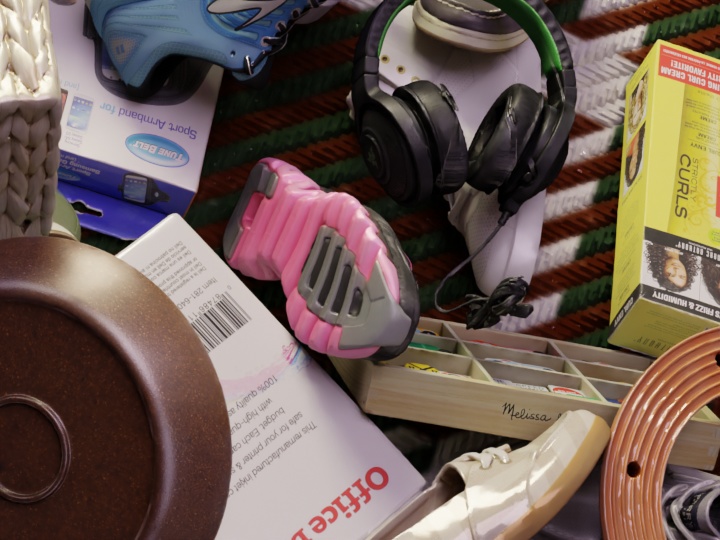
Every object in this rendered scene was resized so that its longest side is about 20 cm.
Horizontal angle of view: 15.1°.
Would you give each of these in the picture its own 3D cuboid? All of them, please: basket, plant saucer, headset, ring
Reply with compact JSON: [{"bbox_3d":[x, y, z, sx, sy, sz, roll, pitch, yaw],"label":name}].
[{"bbox_3d":[-0.222,-0.118,1.366,0.122,0.136,0.201,-5,56,-13],"label":"basket"},{"bbox_3d":[-0.159,0.085,1.327,0.200,0.200,0.034,46,21,8],"label":"plant saucer"},{"bbox_3d":[0.062,-0.069,1.456,0.122,0.094,0.202,1,79,-17],"label":"headset"},{"bbox_3d":[0.211,0.128,1.421,0.199,0.019,0.202,6,74,-23],"label":"ring"}]

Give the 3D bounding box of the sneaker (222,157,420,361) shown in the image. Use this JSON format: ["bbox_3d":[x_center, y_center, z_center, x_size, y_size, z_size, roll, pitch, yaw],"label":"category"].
[{"bbox_3d":[0.000,0.000,1.450,0.095,0.079,0.200,23,11,-27],"label":"sneaker"}]

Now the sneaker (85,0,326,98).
[{"bbox_3d":[-0.049,-0.145,1.479,0.199,0.078,0.091,-15,88,18],"label":"sneaker"}]

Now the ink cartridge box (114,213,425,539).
[{"bbox_3d":[-0.088,0.095,1.405,0.200,0.084,0.145,46,58,9],"label":"ink cartridge box"}]

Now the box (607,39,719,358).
[{"bbox_3d":[0.191,-0.038,1.587,0.075,0.050,0.201,18,50,-10],"label":"box"}]

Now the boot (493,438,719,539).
[{"bbox_3d":[0.164,0.126,1.465,0.198,0.096,0.074,10,77,-15],"label":"boot"}]

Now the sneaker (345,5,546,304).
[{"bbox_3d":[0.045,-0.069,1.556,0.115,0.074,0.201,10,50,-13],"label":"sneaker"}]

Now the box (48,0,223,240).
[{"bbox_3d":[-0.137,-0.116,1.529,0.118,0.042,0.201,17,56,-11],"label":"box"}]

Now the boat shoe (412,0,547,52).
[{"bbox_3d":[0.086,-0.184,1.592,0.072,0.065,0.200,24,29,15],"label":"boat shoe"}]

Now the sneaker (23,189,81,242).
[{"bbox_3d":[-0.245,-0.014,1.426,0.198,0.068,0.090,-6,35,-8],"label":"sneaker"}]

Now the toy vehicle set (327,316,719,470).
[{"bbox_3d":[0.086,0.062,1.472,0.198,0.124,0.027,10,103,-15],"label":"toy vehicle set"}]

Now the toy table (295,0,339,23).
[{"bbox_3d":[-0.031,-0.257,1.572,0.183,0.117,0.201,-2,62,-50],"label":"toy table"}]

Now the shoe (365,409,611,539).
[{"bbox_3d":[0.046,0.126,1.352,0.200,0.070,0.054,-39,93,-22],"label":"shoe"}]
